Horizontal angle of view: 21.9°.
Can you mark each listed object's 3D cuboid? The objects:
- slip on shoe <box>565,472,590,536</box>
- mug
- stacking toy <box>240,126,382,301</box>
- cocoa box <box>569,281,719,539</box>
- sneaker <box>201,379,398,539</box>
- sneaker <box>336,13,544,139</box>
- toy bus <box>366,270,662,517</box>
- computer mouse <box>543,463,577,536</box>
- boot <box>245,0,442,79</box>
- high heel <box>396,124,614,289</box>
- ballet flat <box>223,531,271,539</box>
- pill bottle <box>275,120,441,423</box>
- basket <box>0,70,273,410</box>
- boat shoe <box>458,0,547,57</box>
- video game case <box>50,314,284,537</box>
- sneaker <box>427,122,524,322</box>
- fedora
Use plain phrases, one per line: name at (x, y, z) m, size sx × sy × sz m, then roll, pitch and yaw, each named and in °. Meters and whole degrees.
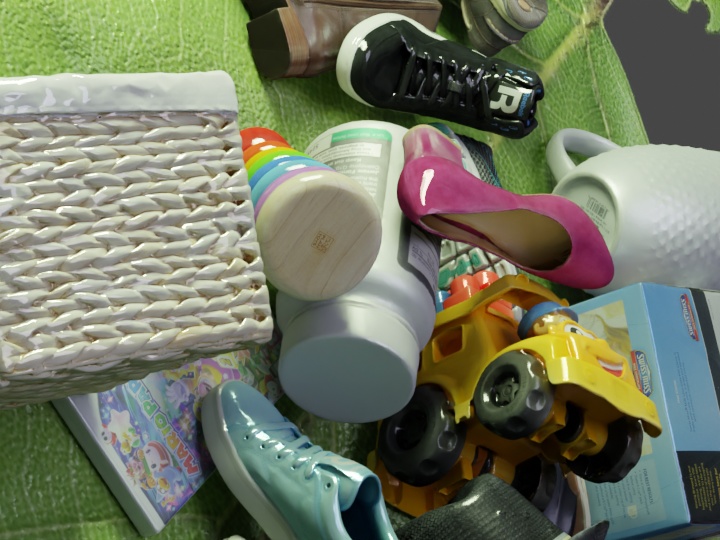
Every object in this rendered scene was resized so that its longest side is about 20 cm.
slip on shoe at (0.141, 0.171, 1.465) m, size 0.061 × 0.075 × 0.201 m, roll 53°, pitch 30°, yaw -70°
mug at (0.238, -0.054, 1.635) m, size 0.175 × 0.148 × 0.200 m, roll 3°, pitch 41°, yaw -41°
stacking toy at (-0.054, -0.049, 1.263) m, size 0.085 × 0.085 × 0.200 m, roll 46°, pitch -1°, yaw -25°
cocoa box at (0.233, 0.125, 1.534) m, size 0.131 × 0.133 × 0.201 m, roll 7°, pitch 68°, yaw -47°
sneaker at (-0.024, 0.138, 1.199) m, size 0.200 × 0.082 × 0.074 m, roll 53°, pitch 28°, yaw 19°
sneaker at (0.077, -0.149, 1.455) m, size 0.200 × 0.111 × 0.074 m, roll 2°, pitch 105°, yaw -56°
toy bus at (0.106, 0.072, 1.369) m, size 0.135 × 0.199 × 0.193 m, roll 30°, pitch 44°, yaw -37°
computer mouse at (0.136, 0.135, 1.426) m, size 0.034 × 0.058 × 0.201 m, roll 51°, pitch 40°, yaw -69°
boot at (-0.017, -0.241, 1.464) m, size 0.199 × 0.064 × 0.188 m, roll -13°, pitch 96°, yaw -48°
high heel at (0.107, -0.022, 1.307) m, size 0.200 × 0.067 × 0.096 m, roll 38°, pitch 30°, yaw -27°
ballet flat at (-0.065, 0.202, 1.219) m, size 0.199 × 0.067 × 0.064 m, roll 2°, pitch 44°, yaw -50°
pill bottle at (0.000, 0.000, 1.318) m, size 0.113 × 0.113 × 0.201 m, roll 40°, pitch 39°, yaw -31°
basket at (-0.183, -0.011, 1.049) m, size 0.199 × 0.198 × 0.162 m, roll -9°, pitch 84°, yaw -43°
boat shoe at (0.106, -0.256, 1.614) m, size 0.074 × 0.073 × 0.201 m, roll 35°, pitch 28°, yaw -24°
video game case at (-0.124, 0.061, 1.237) m, size 0.144 × 0.018 × 0.200 m, roll 58°, pitch 40°, yaw -13°
sneaker at (0.101, -0.024, 1.500) m, size 0.091 × 0.077 × 0.201 m, roll -4°, pitch 78°, yaw -54°
fedora at (0.076, 0.201, 1.283) m, size 0.200 × 0.201 × 0.092 m, roll -22°, pitch 73°, yaw -51°
